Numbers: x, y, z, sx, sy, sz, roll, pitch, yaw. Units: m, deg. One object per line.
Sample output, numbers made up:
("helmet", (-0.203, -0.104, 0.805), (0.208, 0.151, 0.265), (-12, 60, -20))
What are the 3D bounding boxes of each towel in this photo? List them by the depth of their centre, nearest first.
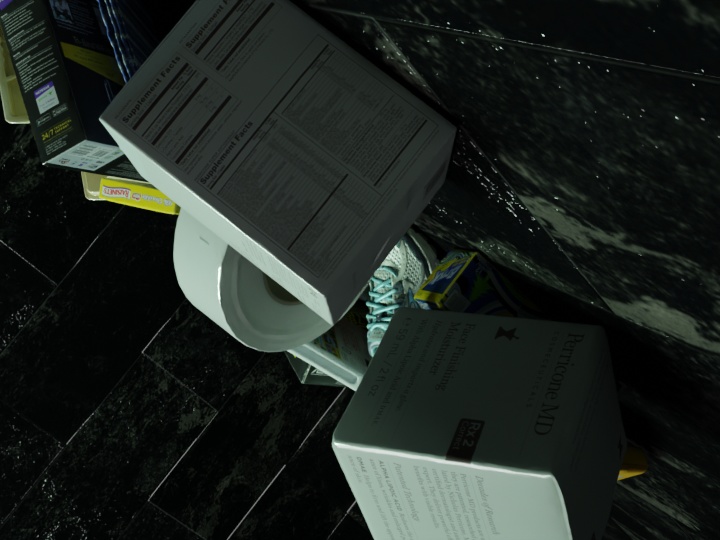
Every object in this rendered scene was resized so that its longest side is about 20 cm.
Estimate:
("towel", (-0.192, -0.187, 0.992), (0.145, 0.024, 0.201), (47, -156, -79))

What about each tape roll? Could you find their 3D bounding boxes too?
("tape roll", (-0.067, -0.031, 1.036), (0.071, 0.203, 0.203), (33, 170, 37))

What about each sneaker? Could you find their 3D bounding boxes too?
("sneaker", (0.042, 0.043, 1.166), (0.077, 0.086, 0.201), (-3, 114, 49))

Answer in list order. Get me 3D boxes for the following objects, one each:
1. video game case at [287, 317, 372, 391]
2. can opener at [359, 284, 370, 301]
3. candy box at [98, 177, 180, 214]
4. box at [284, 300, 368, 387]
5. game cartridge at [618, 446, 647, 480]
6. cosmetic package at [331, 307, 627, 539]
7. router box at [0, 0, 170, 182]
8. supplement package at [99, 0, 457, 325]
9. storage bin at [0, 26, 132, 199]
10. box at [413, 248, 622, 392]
("video game case", (-0.050, 0.067, 1.268), (0.181, 0.023, 0.200), (32, -170, -13))
("can opener", (0.000, 0.000, 1.220), (0.052, 0.067, 0.199), (20, 179, 43))
("candy box", (-0.158, -0.066, 1.173), (0.102, 0.027, 0.199), (15, -175, 32))
("box", (-0.016, 0.076, 1.467), (0.199, 0.048, 0.193), (9, -154, -31))
("game cartridge", (0.203, 0.225, 1.236), (0.200, 0.175, 0.033), (16, -124, -65))
("cosmetic package", (0.111, 0.152, 1.013), (0.198, 0.165, 0.166), (3, 135, 27))
("router box", (-0.222, -0.164, 1.036), (0.200, 0.052, 0.158), (5, -117, -65))
("supplement package", (-0.055, -0.087, 0.853), (0.200, 0.151, 0.152), (38, 172, 7))
("storage bin", (-0.289, -0.196, 1.186), (0.200, 0.093, 0.200), (64, -169, -70))
("box", (0.148, 0.067, 1.098), (0.200, 0.064, 0.070), (42, 171, -15))
